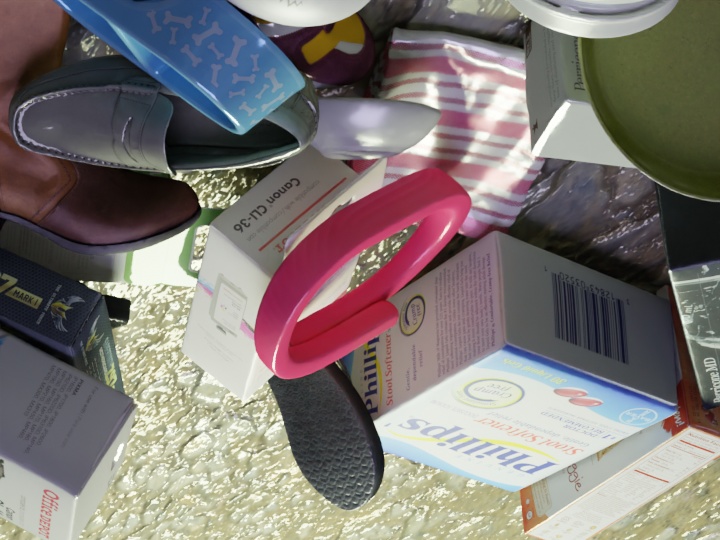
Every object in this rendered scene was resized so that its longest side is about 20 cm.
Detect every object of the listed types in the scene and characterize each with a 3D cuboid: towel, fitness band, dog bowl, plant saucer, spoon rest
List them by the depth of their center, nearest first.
[{"bbox_3d":[-0.124,-0.152,1.293,0.050,0.200,0.111,-52,160,-6],"label":"dog bowl"},{"bbox_3d":[0.228,-0.143,1.361,0.199,0.201,0.031,7,178,-13],"label":"plant saucer"},{"bbox_3d":[-0.042,-0.103,1.450,0.199,0.061,0.099,-4,175,23],"label":"spoon rest"},{"bbox_3d":[0.000,0.000,1.494,0.200,0.037,0.144,-30,153,-42],"label":"fitness band"},{"bbox_3d":[0.066,-0.091,1.524,0.146,0.030,0.200,6,143,-14],"label":"towel"}]

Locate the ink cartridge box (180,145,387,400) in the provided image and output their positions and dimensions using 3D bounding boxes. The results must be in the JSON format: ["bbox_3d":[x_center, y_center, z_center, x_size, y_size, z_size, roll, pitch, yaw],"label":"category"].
[{"bbox_3d":[-0.055,-0.011,1.526,0.067,0.116,0.200,38,145,13],"label":"ink cartridge box"}]

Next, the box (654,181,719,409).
[{"bbox_3d":[0.328,-0.011,1.577,0.196,0.124,0.200,-10,144,12],"label":"box"}]

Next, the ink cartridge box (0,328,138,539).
[{"bbox_3d":[-0.265,0.098,1.484,0.200,0.086,0.148,29,156,3],"label":"ink cartridge box"}]

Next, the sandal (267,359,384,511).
[{"bbox_3d":[-0.034,0.086,1.647,0.076,0.201,0.043,-33,170,36],"label":"sandal"}]

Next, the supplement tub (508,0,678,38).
[{"bbox_3d":[0.144,-0.243,1.223,0.144,0.145,0.200,1,144,-5],"label":"supplement tub"}]

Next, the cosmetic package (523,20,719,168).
[{"bbox_3d":[0.214,-0.123,1.427,0.199,0.102,0.074,6,149,-14],"label":"cosmetic package"}]

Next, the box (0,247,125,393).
[{"bbox_3d":[-0.252,0.047,1.535,0.157,0.051,0.200,24,156,12],"label":"box"}]

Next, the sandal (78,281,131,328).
[{"bbox_3d":[-0.230,0.022,1.616,0.075,0.048,0.200,10,169,-35],"label":"sandal"}]

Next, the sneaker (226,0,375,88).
[{"bbox_3d":[-0.044,-0.184,1.350,0.090,0.075,0.200,-24,140,35],"label":"sneaker"}]

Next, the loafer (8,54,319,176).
[{"bbox_3d":[-0.126,-0.095,1.353,0.199,0.070,0.070,-4,121,6],"label":"loafer"}]

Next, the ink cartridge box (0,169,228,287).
[{"bbox_3d":[-0.189,-0.043,1.545,0.199,0.059,0.104,4,144,-10],"label":"ink cartridge box"}]

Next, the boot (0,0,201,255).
[{"bbox_3d":[-0.196,-0.115,1.417,0.188,0.069,0.201,7,120,2],"label":"boot"}]

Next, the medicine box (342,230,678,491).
[{"bbox_3d":[0.113,0.076,1.675,0.182,0.103,0.200,20,144,-31],"label":"medicine box"}]

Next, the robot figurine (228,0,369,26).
[{"bbox_3d":[-0.022,-0.237,1.214,0.125,0.150,0.200,-14,133,-52],"label":"robot figurine"}]

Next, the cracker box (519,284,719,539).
[{"bbox_3d":[0.208,0.120,1.736,0.058,0.134,0.200,22,137,-31],"label":"cracker box"}]
